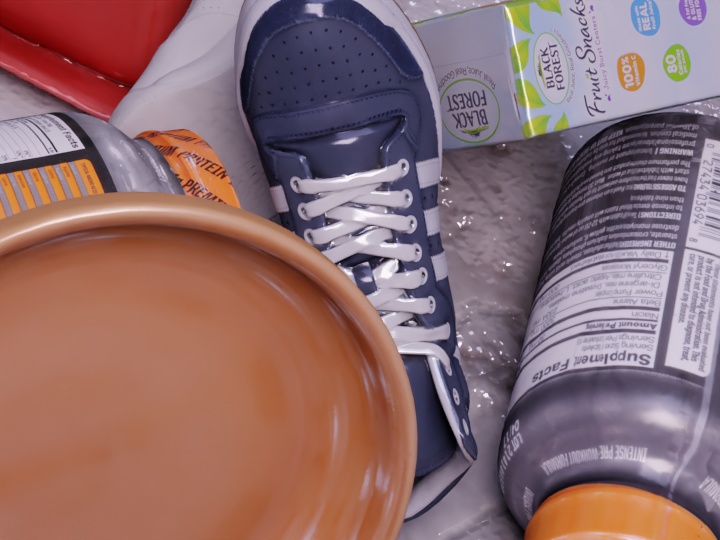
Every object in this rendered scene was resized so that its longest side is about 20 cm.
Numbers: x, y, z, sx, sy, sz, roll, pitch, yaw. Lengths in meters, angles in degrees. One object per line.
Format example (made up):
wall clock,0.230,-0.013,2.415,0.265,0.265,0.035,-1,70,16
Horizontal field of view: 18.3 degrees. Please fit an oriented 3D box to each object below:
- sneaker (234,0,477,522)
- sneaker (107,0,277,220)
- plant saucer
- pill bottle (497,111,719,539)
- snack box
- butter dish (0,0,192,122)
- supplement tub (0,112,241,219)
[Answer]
sneaker,0.000,0.000,0.773,0.069,0.201,0.109,-8,42,4
sneaker,-0.041,-0.091,0.864,0.075,0.200,0.089,28,22,-25
plant saucer,-0.081,0.062,0.715,0.198,0.202,0.038,0,28,-18
pill bottle,0.110,0.044,0.840,0.105,0.107,0.201,19,49,-2
snack box,0.067,-0.080,0.875,0.141,0.200,0.053,-15,96,-27
butter dish,-0.105,-0.184,0.929,0.198,0.148,0.201,27,49,6
supplement tub,-0.144,0.014,0.772,0.198,0.123,0.123,-11,56,-25
